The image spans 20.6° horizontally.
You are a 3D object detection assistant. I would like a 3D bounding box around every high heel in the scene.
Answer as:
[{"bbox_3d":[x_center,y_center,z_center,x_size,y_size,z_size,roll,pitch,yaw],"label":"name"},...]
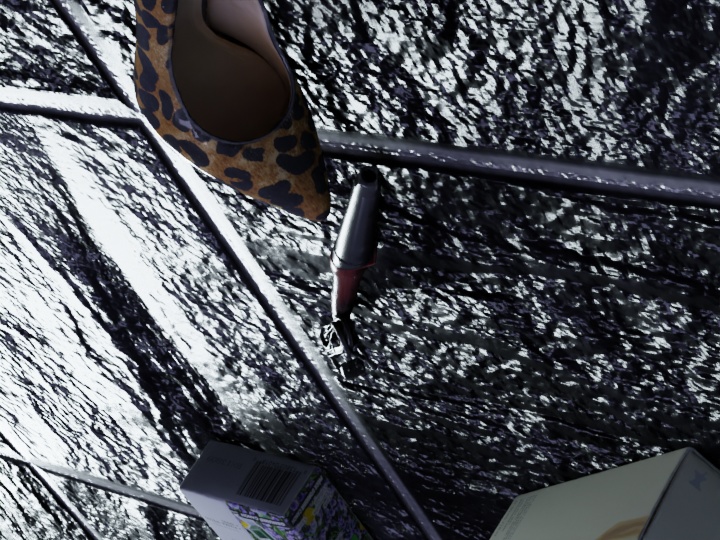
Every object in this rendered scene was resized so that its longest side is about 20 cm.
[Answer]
[{"bbox_3d":[-0.055,-0.103,0.911,0.200,0.071,0.142,52,156,-16],"label":"high heel"}]

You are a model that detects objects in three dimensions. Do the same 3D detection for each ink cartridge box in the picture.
[{"bbox_3d":[-0.038,0.211,1.462,0.109,0.050,0.200,9,144,41],"label":"ink cartridge box"}]

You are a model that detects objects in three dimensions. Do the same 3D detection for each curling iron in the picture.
[{"bbox_3d":[0.000,0.000,1.076,0.200,0.025,0.050,100,148,-58],"label":"curling iron"}]

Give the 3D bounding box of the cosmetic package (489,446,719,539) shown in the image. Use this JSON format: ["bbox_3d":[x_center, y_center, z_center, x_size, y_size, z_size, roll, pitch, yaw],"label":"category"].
[{"bbox_3d":[0.158,0.174,1.146,0.105,0.071,0.200,39,154,-9],"label":"cosmetic package"}]
